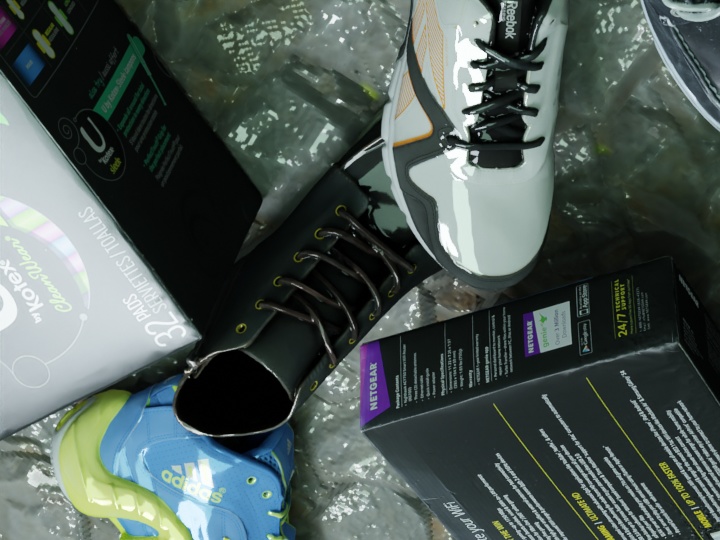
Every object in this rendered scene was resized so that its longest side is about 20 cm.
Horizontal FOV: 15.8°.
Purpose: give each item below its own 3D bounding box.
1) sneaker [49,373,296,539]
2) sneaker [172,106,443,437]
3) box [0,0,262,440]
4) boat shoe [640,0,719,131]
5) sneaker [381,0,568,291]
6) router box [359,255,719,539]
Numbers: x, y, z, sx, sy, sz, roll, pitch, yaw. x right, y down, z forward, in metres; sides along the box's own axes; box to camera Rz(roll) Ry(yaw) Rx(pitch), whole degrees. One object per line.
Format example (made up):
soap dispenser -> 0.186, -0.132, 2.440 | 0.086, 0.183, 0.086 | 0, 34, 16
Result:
sneaker -> -0.059, 0.133, 1.263 | 0.105, 0.076, 0.200 | -31, 108, 27
sneaker -> 0.000, 0.000, 1.149 | 0.075, 0.106, 0.200 | 41, 121, -12
box -> -0.167, -0.048, 1.152 | 0.148, 0.124, 0.200 | -27, 112, 26
boat shoe -> 0.140, -0.131, 1.059 | 0.072, 0.068, 0.200 | -9, 118, 19
sneaker -> 0.050, -0.085, 1.070 | 0.074, 0.080, 0.200 | -7, 106, -12
router box -> 0.108, 0.085, 1.164 | 0.149, 0.051, 0.200 | -16, 139, 21
